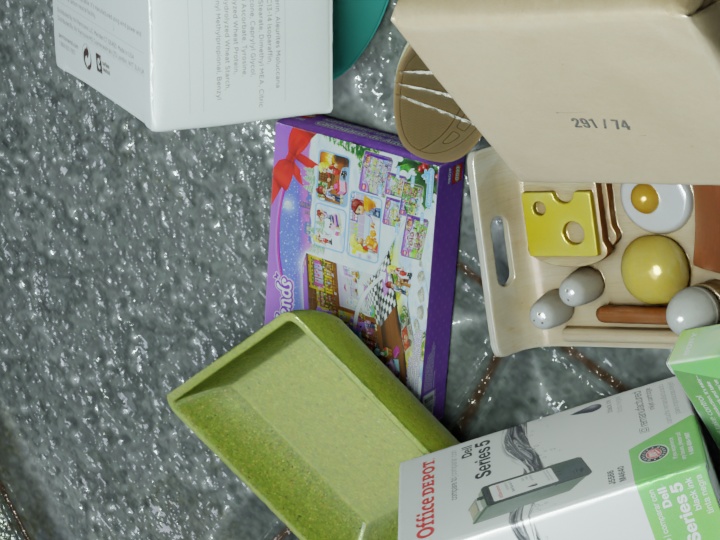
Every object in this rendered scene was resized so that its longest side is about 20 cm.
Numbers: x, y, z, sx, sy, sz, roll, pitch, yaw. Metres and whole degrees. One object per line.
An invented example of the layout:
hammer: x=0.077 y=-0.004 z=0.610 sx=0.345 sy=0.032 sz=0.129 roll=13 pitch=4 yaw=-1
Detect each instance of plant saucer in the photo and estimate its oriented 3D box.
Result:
plant saucer: x=-0.016 y=0.117 z=1.597 sx=0.200 sy=0.048 sz=0.200 roll=46 pitch=143 yaw=-7

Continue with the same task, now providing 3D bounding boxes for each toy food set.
toy food set: x=0.163 y=-0.011 z=1.462 sx=0.199 sy=0.060 sz=0.144 roll=0 pitch=106 yaw=35

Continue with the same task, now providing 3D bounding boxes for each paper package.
paper package: x=0.151 y=-0.136 z=1.343 sx=0.199 sy=0.191 sz=0.104 roll=3 pitch=63 yaw=35

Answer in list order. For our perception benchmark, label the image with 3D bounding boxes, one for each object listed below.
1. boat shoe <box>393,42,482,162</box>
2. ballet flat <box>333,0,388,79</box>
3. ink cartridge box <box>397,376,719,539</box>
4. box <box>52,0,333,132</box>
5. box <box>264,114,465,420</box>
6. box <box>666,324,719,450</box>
boat shoe: x=0.068 y=-0.165 z=1.478 sx=0.072 sy=0.065 sz=0.201 roll=13 pitch=123 yaw=6
ballet flat: x=-0.006 y=-0.221 z=1.517 sx=0.073 sy=0.073 sz=0.200 roll=38 pitch=130 yaw=20
ink cartridge box: x=0.127 y=0.156 z=1.435 sx=0.199 sy=0.146 sz=0.084 roll=-18 pitch=108 yaw=8
box: x=-0.114 y=-0.213 z=1.500 sx=0.199 sy=0.130 sz=0.201 roll=-146 pitch=51 yaw=-59
box: x=0.000 y=0.000 z=1.596 sx=0.136 sy=0.039 sz=0.201 roll=17 pitch=115 yaw=29
box: x=0.304 y=0.084 z=1.376 sx=0.199 sy=0.036 sz=0.145 roll=-12 pitch=123 yaw=37
